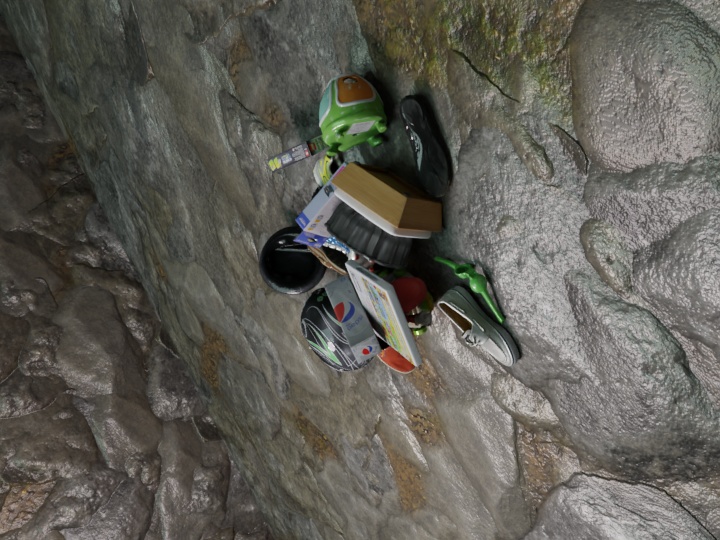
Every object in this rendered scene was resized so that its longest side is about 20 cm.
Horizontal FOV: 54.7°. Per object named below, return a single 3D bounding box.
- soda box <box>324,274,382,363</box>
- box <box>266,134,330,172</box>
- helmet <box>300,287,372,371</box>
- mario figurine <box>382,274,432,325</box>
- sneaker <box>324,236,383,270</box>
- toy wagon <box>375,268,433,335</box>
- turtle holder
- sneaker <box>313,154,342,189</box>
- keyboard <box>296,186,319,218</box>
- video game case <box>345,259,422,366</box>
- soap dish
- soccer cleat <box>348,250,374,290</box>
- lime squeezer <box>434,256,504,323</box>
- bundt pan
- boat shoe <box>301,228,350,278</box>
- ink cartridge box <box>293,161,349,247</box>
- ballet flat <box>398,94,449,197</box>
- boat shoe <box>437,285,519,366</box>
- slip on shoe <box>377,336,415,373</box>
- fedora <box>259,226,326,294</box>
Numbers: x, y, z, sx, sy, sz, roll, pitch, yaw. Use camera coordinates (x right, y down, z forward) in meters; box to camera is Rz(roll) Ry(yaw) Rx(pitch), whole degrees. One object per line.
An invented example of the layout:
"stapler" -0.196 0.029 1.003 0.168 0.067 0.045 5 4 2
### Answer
"soda box" -0.018 0.107 1.571 0.069 0.062 0.202 66 179 -47
"box" -0.125 -0.277 1.607 0.198 0.109 0.035 -7 108 56
"helmet" -0.042 0.146 1.730 0.189 0.198 0.204 29 135 42
"mario figurine" 0.099 0.065 1.518 0.121 0.108 0.200 23 156 -6
"sneaker" -0.015 -0.078 1.634 0.198 0.087 0.075 32 150 5
"toy wagon" 0.109 0.070 1.589 0.198 0.039 0.158 -5 109 56
"turtle holder" -0.018 -0.317 1.422 0.185 0.138 0.135 25 -132 -78
"sneaker" -0.042 -0.176 1.593 0.202 0.075 0.076 58 148 5
"keyboard" -0.127 -0.147 1.648 0.200 0.039 0.106 -143 68 -86
"video game case" 0.049 0.087 1.468 0.181 0.023 0.203 34 151 56
"soap dish" 0.058 -0.144 1.402 0.199 0.156 0.082 37 112 34
"soccer cleat" 0.000 0.000 1.585 0.078 0.069 0.202 46 159 41
"lime squeezer" 0.222 0.017 1.401 0.200 0.038 0.071 45 176 26
"bundt pan" 0.028 -0.086 1.467 0.201 0.200 0.077 39 109 33
"boat shoe" -0.071 -0.046 1.743 0.200 0.075 0.075 44 154 32
"ink cartridge box" -0.063 -0.139 1.515 0.042 0.119 0.201 46 105 22
"ballet flat" 0.127 -0.240 1.337 0.065 0.057 0.204 -16 105 14
"boat shoe" 0.234 0.123 1.410 0.201 0.069 0.071 50 149 11
"slip on shoe" 0.066 0.177 1.648 0.201 0.074 0.061 49 176 -24
"fedora" -0.168 -0.018 1.857 0.201 0.200 0.092 47 -179 22
